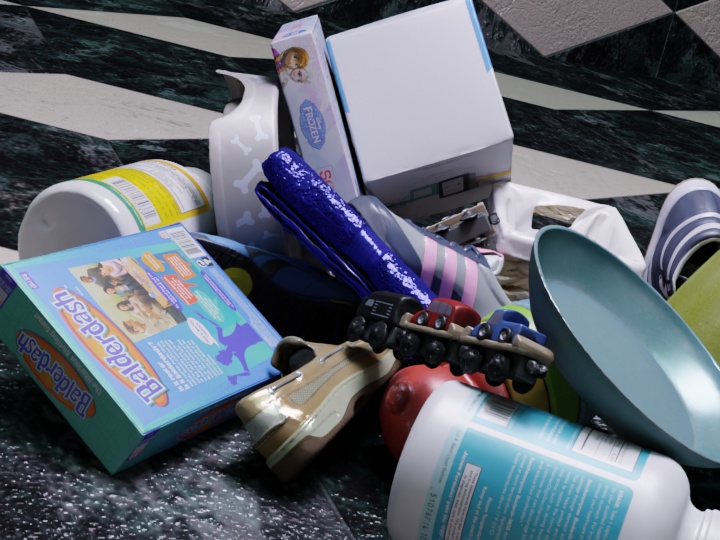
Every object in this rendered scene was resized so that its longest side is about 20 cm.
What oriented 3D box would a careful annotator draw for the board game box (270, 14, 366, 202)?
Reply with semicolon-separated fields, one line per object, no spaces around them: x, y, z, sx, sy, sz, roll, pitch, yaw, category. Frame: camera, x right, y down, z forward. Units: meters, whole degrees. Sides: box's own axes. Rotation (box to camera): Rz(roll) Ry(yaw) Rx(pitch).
-0.034;-0.131;1.266;0.041;0.202;0.200;-15;13;3;board game box

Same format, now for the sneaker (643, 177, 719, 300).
0.280;0.032;1.176;0.069;0.201;0.109;6;29;-4;sneaker

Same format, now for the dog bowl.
-0.091;-0.081;1.207;0.058;0.202;0.200;-5;17;4;dog bowl

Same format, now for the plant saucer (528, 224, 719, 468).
0.176;0.056;0.889;0.199;0.036;0.201;35;27;-21;plant saucer

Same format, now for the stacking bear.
0.101;0.082;0.976;0.199;0.122;0.113;-22;29;-27;stacking bear

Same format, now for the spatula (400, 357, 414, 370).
0.030;0.078;1.116;0.056;0.021;0.200;13;18;-7;spatula

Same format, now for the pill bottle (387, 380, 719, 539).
0.124;0.149;0.821;0.199;0.112;0.111;19;18;17;pill bottle

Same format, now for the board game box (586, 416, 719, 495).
0.224;0.134;1.078;0.198;0.028;0.135;8;18;-15;board game box

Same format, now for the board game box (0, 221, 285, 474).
-0.149;0.046;0.946;0.152;0.045;0.200;48;27;14;board game box

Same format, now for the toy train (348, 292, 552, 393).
0.057;0.042;0.883;0.034;0.046;0.199;26;-8;-32;toy train

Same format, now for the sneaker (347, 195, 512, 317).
0.074;-0.003;1.154;0.200;0.082;0.070;47;-9;-9;sneaker

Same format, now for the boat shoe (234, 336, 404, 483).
-0.029;0.075;0.961;0.076;0.072;0.200;45;22;3;boat shoe

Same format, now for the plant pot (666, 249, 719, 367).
0.331;0.036;1.033;0.186;0.201;0.187;31;11;-6;plant pot

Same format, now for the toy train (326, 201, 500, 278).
0.032;-0.010;1.203;0.199;0.034;0.046;-23;9;9;toy train

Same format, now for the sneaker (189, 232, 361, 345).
-0.080;0.015;1.116;0.199;0.066;0.079;22;18;-23;sneaker

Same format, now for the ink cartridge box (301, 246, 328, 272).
-0.012;-0.013;1.327;0.094;0.045;0.199;-1;22;-42;ink cartridge box

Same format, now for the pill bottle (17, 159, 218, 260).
-0.190;-0.033;1.143;0.112;0.114;0.200;19;19;17;pill bottle

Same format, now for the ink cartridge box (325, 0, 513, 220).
0.062;-0.149;1.324;0.145;0.148;0.200;-16;-11;3;ink cartridge box

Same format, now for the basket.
0.177;0.008;1.273;0.134;0.124;0.200;13;18;-1;basket

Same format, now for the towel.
0.000;0.000;1.067;0.200;0.050;0.148;46;-5;19;towel
